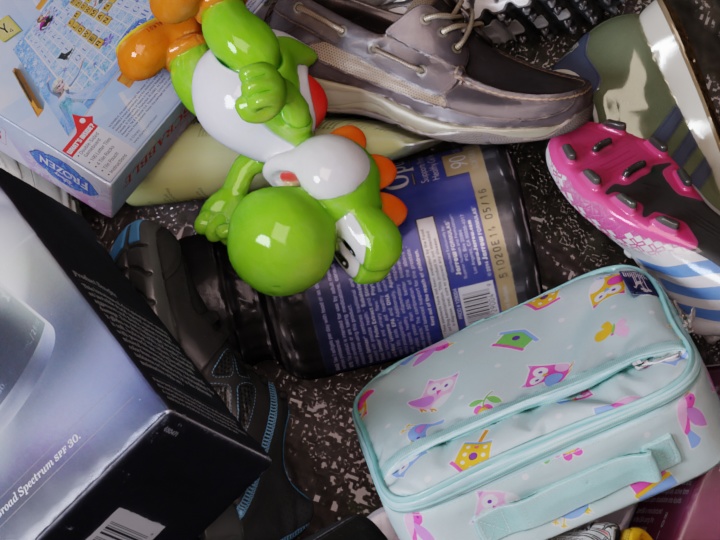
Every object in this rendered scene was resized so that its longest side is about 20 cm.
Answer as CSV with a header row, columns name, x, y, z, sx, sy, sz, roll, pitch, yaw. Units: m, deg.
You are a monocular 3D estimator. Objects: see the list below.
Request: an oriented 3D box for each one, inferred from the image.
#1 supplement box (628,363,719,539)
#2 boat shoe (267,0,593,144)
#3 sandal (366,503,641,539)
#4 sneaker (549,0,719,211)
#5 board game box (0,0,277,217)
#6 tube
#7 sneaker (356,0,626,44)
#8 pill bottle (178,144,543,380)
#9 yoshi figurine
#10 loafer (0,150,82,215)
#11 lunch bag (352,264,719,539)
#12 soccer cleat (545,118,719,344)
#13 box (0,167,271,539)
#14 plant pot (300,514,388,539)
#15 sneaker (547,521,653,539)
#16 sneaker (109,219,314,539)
name,x,y,z,sx,sy,sz,roll,pitch,yaw
supplement box,0.220,0.169,1.685,0.130,0.103,0.201,23,82,-9
boat shoe,0.036,-0.121,1.711,0.199,0.075,0.074,10,111,11
sandal,0.088,0.170,1.733,0.206,0.059,0.080,0,87,-19
sneaker,0.175,-0.053,1.764,0.089,0.067,0.201,-21,83,13
board game box,-0.170,-0.157,1.764,0.199,0.041,0.200,32,62,13
tube,-0.047,-0.068,1.746,0.199,0.052,0.058,-4,47,22
sneaker,0.064,-0.177,1.774,0.199,0.066,0.091,-12,74,15
pill bottle,0.000,0.000,1.734,0.199,0.112,0.112,-13,80,0
yoshi figurine,-0.062,-0.066,1.654,0.112,0.112,0.200,-40,79,10
loafer,-0.206,-0.053,1.776,0.069,0.070,0.201,-14,71,-6
lunch bag,0.100,0.081,1.635,0.199,0.161,0.077,-25,114,3
soccer cleat,0.181,-0.007,1.696,0.200,0.087,0.070,35,48,24
box,-0.193,0.087,1.578,0.200,0.123,0.199,-45,59,7
plant pot,-0.039,0.248,1.618,0.200,0.200,0.177,49,117,10
sneaker,0.126,0.172,1.614,0.078,0.200,0.082,38,87,-35
sneaker,-0.088,0.067,1.671,0.082,0.073,0.201,-12,83,-30
